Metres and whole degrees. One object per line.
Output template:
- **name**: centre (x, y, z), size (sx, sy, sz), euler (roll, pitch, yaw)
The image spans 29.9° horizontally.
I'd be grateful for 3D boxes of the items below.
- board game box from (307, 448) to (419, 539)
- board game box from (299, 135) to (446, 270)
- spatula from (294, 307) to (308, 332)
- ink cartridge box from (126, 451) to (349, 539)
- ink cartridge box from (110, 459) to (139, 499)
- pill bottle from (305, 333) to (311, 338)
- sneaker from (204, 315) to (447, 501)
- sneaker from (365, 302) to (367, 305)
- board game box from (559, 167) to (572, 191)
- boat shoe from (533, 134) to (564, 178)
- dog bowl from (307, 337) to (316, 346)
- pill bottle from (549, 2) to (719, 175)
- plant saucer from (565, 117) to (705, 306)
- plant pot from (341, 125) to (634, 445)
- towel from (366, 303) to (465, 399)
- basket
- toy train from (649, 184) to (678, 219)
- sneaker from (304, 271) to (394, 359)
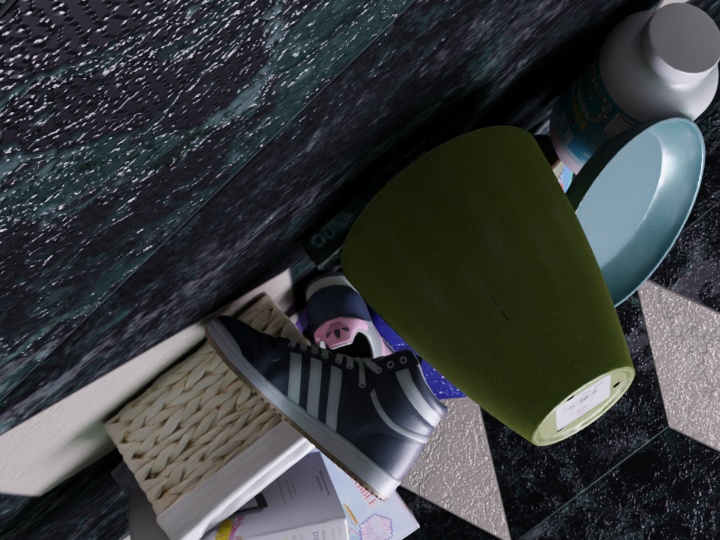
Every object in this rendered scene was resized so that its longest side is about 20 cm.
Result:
- **board game box**: centre (-0.073, 0.245, 1.400), size (0.199, 0.201, 0.041), euler (-34, -160, -2)
- **board game box**: centre (0.031, -0.055, 1.129), size (0.135, 0.028, 0.200), euler (-40, 173, 10)
- **spatula**: centre (0.000, 0.000, 1.326), size (0.200, 0.021, 0.057), euler (-40, 171, 1)
- **ink cartridge box**: centre (-0.114, 0.288, 1.301), size (0.198, 0.148, 0.146), euler (-11, -161, -9)
- **ink cartridge box**: centre (-0.167, 0.157, 1.366), size (0.094, 0.044, 0.200), euler (-27, 166, -50)
- **pill bottle**: centre (-0.002, 0.101, 1.555), size (0.199, 0.113, 0.113), euler (-36, 172, -23)
- **sneaker**: centre (-0.022, 0.079, 1.075), size (0.109, 0.200, 0.070), euler (-49, 178, 0)
- **sneaker**: centre (0.014, 0.053, 1.442), size (0.078, 0.066, 0.200), euler (-46, 156, 12)
- **board game box**: centre (0.156, -0.040, 1.517), size (0.199, 0.045, 0.153), euler (-34, 144, -31)
- **boat shoe**: centre (0.140, -0.055, 1.393), size (0.199, 0.072, 0.076), euler (-36, 143, -19)
- **dog bowl**: centre (-0.038, 0.174, 1.456), size (0.200, 0.201, 0.059), euler (-38, -169, -3)
- **pill bottle**: centre (0.256, -0.165, 1.241), size (0.110, 0.111, 0.200), euler (-35, 171, -23)
- **plant saucer**: centre (0.228, -0.052, 1.192), size (0.199, 0.036, 0.201), euler (-30, 139, -30)
- **plant pot**: centre (0.113, 0.027, 1.031), size (0.186, 0.201, 0.188), euler (-26, 153, -15)
- **towel**: centre (0.070, 0.054, 1.365), size (0.146, 0.050, 0.201), euler (-4, 135, -14)
- **basket**: centre (-0.111, 0.129, 1.176), size (0.200, 0.124, 0.136), euler (-39, 172, -4)
- **toy train**: centre (0.230, -0.047, 1.314), size (0.199, 0.046, 0.034), euler (-25, 159, 31)
- **sneaker**: centre (-0.004, 0.091, 1.286), size (0.070, 0.082, 0.200), euler (-19, 138, 9)
